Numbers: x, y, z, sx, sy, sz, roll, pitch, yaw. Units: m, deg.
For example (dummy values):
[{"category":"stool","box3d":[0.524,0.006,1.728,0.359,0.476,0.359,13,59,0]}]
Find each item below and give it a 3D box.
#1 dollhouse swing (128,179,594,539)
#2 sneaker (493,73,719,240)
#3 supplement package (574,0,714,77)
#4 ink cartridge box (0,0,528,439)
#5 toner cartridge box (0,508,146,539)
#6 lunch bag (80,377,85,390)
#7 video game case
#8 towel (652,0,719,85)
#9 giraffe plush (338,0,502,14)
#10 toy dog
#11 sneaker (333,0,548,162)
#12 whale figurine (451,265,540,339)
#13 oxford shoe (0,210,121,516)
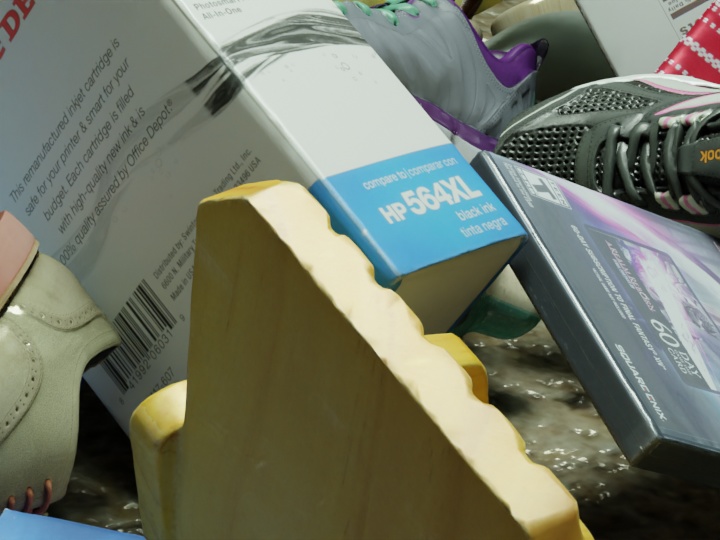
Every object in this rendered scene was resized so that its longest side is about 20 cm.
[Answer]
[{"category":"dollhouse swing","box3d":[0.050,0.071,0.720,0.182,0.176,0.200,-9,45,-37]},{"category":"sneaker","box3d":[0.146,-0.047,1.055,0.200,0.080,0.086,-4,-4,15]},{"category":"supplement package","box3d":[0.152,-0.139,1.188,0.109,0.200,0.114,-28,-3,9]},{"category":"ink cartridge box","box3d":[-0.059,-0.034,0.948,0.084,0.146,0.200,-18,64,-49]},{"category":"toner cartridge box","box3d":[-0.085,0.138,0.751,0.095,0.043,0.200,10,22,4]},{"category":"lunch bag","box3d":[-0.197,0.021,0.974,0.200,0.094,0.151,16,20,-20]},{"category":"video game case","box3d":[0.135,0.032,0.971,0.200,0.019,0.143,16,34,-43]},{"category":"towel","box3d":[0.229,-0.097,1.106,0.145,0.200,0.022,41,-3,10]},{"category":"giraffe plush","box3d":[-0.014,-0.165,1.390,0.172,0.200,0.162,11,-1,-15]},{"category":"toy dog","box3d":[0.091,-0.101,1.265,0.096,0.132,0.200,-29,6,27]},{"category":"sneaker","box3d":[-0.004,-0.096,1.132,0.200,0.088,0.074,23,-17,-36]},{"category":"whale figurine","box3d":[0.000,0.000,1.087,0.159,0.104,0.200,26,3,18]},{"category":"oxford shoe","box3d":[-0.130,0.065,0.855,0.074,0.071,0.200,38,45,-15]}]
